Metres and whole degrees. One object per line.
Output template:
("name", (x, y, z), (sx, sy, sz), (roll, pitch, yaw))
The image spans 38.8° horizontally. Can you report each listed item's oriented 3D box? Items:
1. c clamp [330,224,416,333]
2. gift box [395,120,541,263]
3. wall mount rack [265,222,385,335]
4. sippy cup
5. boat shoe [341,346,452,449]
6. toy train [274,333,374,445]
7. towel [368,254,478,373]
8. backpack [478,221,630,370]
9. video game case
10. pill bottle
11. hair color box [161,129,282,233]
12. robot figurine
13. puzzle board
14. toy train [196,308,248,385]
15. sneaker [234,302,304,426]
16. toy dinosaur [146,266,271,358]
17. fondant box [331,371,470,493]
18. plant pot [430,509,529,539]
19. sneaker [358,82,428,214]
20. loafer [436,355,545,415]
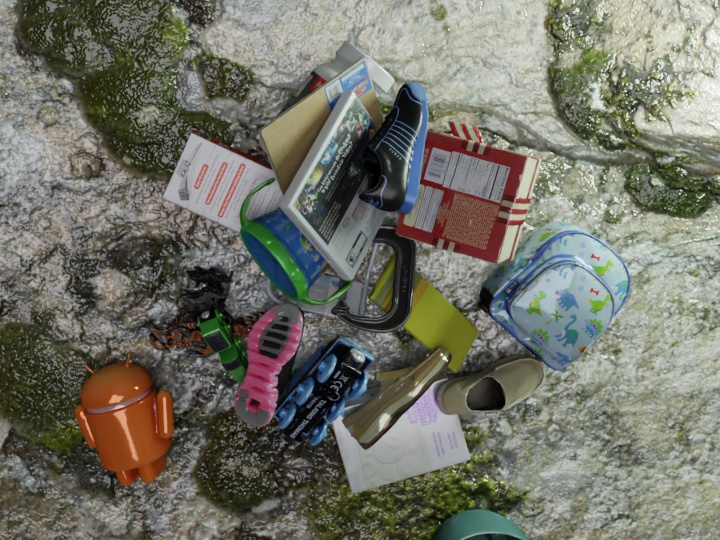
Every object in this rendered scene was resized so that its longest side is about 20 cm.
("c clamp", (0.000, 0.000, 1.547), (0.170, 0.027, 0.200), (0, 69, -1))
("gift box", (0.153, -0.121, 1.522), (0.200, 0.187, 0.185), (22, 99, 14))
("wall mount rack", (-0.040, 0.004, 1.589), (0.200, 0.075, 0.174), (12, 67, -7))
("sippy cup", (-0.084, -0.047, 1.490), (0.130, 0.140, 0.178), (-40, 131, -16))
("boat shoe", (0.052, 0.182, 1.578), (0.200, 0.072, 0.076), (-45, 80, 0))
("toy train", (-0.060, 0.179, 1.577), (0.087, 0.114, 0.200), (31, 114, -18))
("towel", (0.100, 0.069, 1.599), (0.200, 0.018, 0.086), (42, 67, -22))
("backpack", (0.312, 0.036, 1.580), (0.183, 0.147, 0.200), (41, 92, -13))
("video game case", (-0.018, -0.117, 1.434), (0.182, 0.023, 0.200), (50, 60, -45))
("pill bottle", (-0.049, -0.232, 1.517), (0.116, 0.116, 0.200), (37, 96, -10))
("hair color box", (-0.186, -0.121, 1.555), (0.200, 0.064, 0.111), (25, 99, -11))
("robot figurine", (-0.361, 0.229, 1.584), (0.116, 0.144, 0.200), (-23, 104, -33))
("puzzle board", (-0.047, -0.185, 1.430), (0.200, 0.017, 0.151), (-40, 132, -26))
("toy train", (-0.194, 0.133, 1.560), (0.042, 0.056, 0.200), (-24, 137, 2))
("sneaker", (-0.128, 0.134, 1.550), (0.079, 0.095, 0.200), (26, 108, 15))
("toy dinosaur", (-0.231, 0.072, 1.590), (0.200, 0.102, 0.136), (-16, 118, -19))
("fondant box", (0.061, 0.258, 1.649), (0.200, 0.058, 0.145), (-16, 101, -2))
("plant pot", (0.193, 0.480, 1.648), (0.200, 0.161, 0.201), (-1, 100, -4))
("sneaker", (0.044, -0.178, 1.427), (0.078, 0.070, 0.200), (12, 68, -17))
("loafer", (0.217, 0.189, 1.616), (0.200, 0.068, 0.076), (-17, 103, -25))
